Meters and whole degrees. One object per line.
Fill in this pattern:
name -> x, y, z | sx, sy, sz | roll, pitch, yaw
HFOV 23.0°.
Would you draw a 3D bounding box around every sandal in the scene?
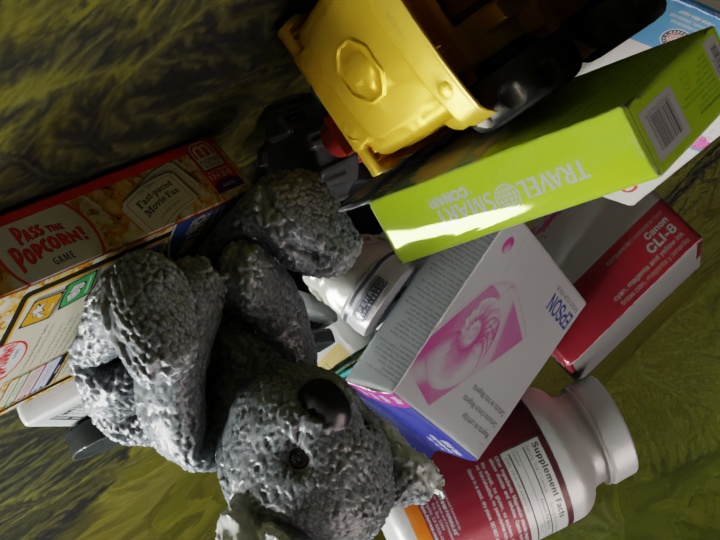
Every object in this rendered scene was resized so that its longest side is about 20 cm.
sandal -> -0.105, 0.096, 1.235 | 0.199, 0.048, 0.075 | -24, 170, -7

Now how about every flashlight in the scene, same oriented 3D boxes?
flashlight -> 0.014, -0.084, 1.154 | 0.200, 0.067, 0.068 | -29, 143, -52

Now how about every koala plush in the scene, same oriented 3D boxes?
koala plush -> -0.052, 0.084, 1.018 | 0.177, 0.200, 0.184 | -33, 165, -39

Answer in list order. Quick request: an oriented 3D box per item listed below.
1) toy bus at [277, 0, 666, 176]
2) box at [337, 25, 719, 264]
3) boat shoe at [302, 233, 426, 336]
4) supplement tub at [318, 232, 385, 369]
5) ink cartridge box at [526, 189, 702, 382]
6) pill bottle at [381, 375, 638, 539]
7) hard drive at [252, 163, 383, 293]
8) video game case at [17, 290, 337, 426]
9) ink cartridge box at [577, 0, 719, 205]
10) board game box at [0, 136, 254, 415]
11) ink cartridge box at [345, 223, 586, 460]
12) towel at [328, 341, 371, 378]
toy bus -> 0.054, -0.139, 1.009 | 0.200, 0.136, 0.192 | -34, 178, -37
box -> 0.096, -0.065, 0.974 | 0.199, 0.048, 0.122 | -18, -165, 41
boat shoe -> 0.000, 0.000, 1.206 | 0.071, 0.070, 0.200 | -56, 174, 9
supplement tub -> -0.012, 0.077, 1.416 | 0.200, 0.146, 0.145 | -47, 165, 22
ink cartridge box -> 0.152, -0.036, 1.409 | 0.145, 0.200, 0.145 | -44, 167, 2
pill bottle -> 0.110, 0.162, 1.390 | 0.199, 0.114, 0.113 | -25, 164, -8
hard drive -> -0.042, -0.028, 1.233 | 0.135, 0.042, 0.200 | -47, 165, 21
video game case -> -0.120, 0.060, 1.223 | 0.181, 0.023, 0.200 | -27, 170, 10
ink cartridge box -> 0.167, -0.145, 1.145 | 0.128, 0.126, 0.200 | 17, 141, -31
board game box -> -0.168, 0.013, 1.007 | 0.200, 0.046, 0.152 | -27, 160, -47
ink cartridge box -> 0.067, 0.065, 1.231 | 0.201, 0.043, 0.196 | -57, 152, -4
towel -> 0.004, 0.105, 1.311 | 0.199, 0.022, 0.147 | -33, 148, 1
